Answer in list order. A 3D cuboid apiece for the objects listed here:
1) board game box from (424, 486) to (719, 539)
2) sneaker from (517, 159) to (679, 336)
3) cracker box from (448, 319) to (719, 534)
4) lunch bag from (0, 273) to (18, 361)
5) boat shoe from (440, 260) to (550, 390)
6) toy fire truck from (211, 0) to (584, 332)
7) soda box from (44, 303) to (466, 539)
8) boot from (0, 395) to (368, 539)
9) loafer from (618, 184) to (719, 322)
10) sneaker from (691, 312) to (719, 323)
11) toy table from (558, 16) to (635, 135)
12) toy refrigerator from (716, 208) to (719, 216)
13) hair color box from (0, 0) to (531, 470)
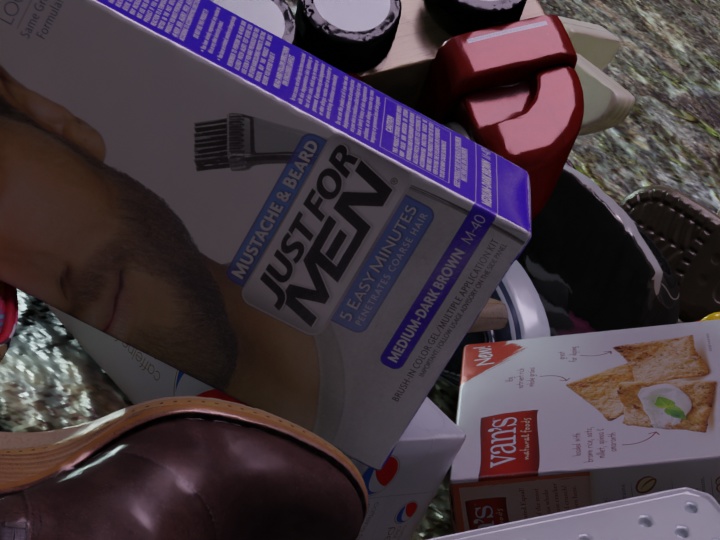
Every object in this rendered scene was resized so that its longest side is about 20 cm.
[{"bbox_3d":[0.076,0.156,0.671,0.200,0.026,0.200,-8,36,-23],"label":"board game box"},{"bbox_3d":[0.090,-0.033,1.035,0.086,0.080,0.200,-3,39,-49],"label":"sneaker"},{"bbox_3d":[0.139,0.070,0.850,0.200,0.058,0.134,-7,21,7],"label":"cracker box"},{"bbox_3d":[-0.216,-0.005,0.710,0.200,0.082,0.176,18,24,-22],"label":"lunch bag"},{"bbox_3d":[0.000,0.000,0.979,0.091,0.071,0.200,-3,33,-37],"label":"boat shoe"},{"bbox_3d":[0.025,-0.041,0.903,0.176,0.129,0.200,-14,64,-18],"label":"toy fire truck"},{"bbox_3d":[-0.052,0.032,0.838,0.068,0.064,0.200,1,34,-47],"label":"soda box"},{"bbox_3d":[-0.077,0.114,0.623,0.200,0.072,0.167,6,37,-22],"label":"boot"},{"bbox_3d":[0.225,0.024,1.149,0.200,0.076,0.067,42,7,17],"label":"loafer"},{"bbox_3d":[0.226,0.081,0.950,0.200,0.073,0.077,21,-20,-9],"label":"sneaker"},{"bbox_3d":[0.063,-0.097,1.188,0.184,0.117,0.200,37,23,24],"label":"toy table"},{"bbox_3d":[0.286,0.033,1.217,0.200,0.070,0.076,31,15,8],"label":"toy refrigerator"},{"bbox_3d":[-0.052,-0.027,0.723,0.200,0.109,0.065,28,23,-8],"label":"hair color box"}]
